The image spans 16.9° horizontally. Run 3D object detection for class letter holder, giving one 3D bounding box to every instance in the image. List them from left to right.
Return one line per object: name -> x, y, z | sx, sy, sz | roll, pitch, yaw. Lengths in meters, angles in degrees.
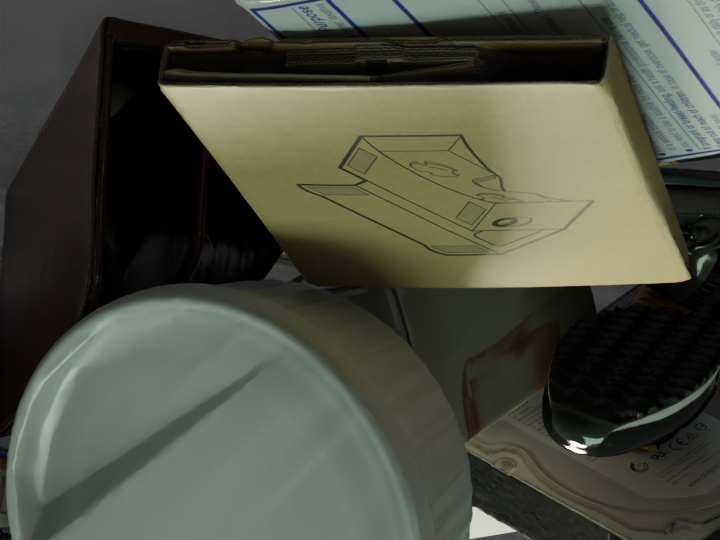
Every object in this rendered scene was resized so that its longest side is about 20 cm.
letter holder -> -0.101, -0.003, 1.120 | 0.100, 0.143, 0.200 | 10, 156, -18

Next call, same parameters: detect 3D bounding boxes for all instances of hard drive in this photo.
hard drive -> 0.119, 0.088, 1.241 | 0.199, 0.139, 0.038 | 27, 130, 35

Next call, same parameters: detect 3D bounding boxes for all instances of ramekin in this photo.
ramekin -> -0.044, 0.096, 1.024 | 0.201, 0.204, 0.094 | -11, -171, 29

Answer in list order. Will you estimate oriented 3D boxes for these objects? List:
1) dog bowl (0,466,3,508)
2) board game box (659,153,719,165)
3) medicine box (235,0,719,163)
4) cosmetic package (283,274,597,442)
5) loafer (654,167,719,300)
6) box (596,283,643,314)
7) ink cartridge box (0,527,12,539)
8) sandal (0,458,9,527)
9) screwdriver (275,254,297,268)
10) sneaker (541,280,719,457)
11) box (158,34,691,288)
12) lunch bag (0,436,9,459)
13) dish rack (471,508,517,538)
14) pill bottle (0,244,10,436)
dog bowl -> -0.236, 0.049, 1.210 | 0.058, 0.201, 0.200 | -19, 164, -19
board game box -> 0.137, -0.090, 1.028 | 0.198, 0.035, 0.135 | -7, 156, 22
medicine box -> 0.081, -0.119, 0.873 | 0.199, 0.104, 0.182 | -8, 156, 25
cosmetic package -> 0.027, 0.030, 1.139 | 0.103, 0.088, 0.200 | -12, -173, 31
loafer -> 0.169, -0.012, 1.144 | 0.198, 0.063, 0.072 | 1, 170, -16
box -> 0.170, 0.057, 1.379 | 0.109, 0.035, 0.200 | 11, 156, -20
ink cartridge box -> -0.108, 0.158, 1.227 | 0.198, 0.041, 0.200 | -3, 150, -16
sandal -> -0.165, 0.150, 1.288 | 0.205, 0.059, 0.080 | 6, 128, 4
screwdriver -> 0.000, 0.000, 1.226 | 0.029, 0.028, 0.200 | -44, 154, 14
sneaker -> 0.138, 0.059, 1.162 | 0.070, 0.200, 0.091 | 20, 119, 18
box -> 0.032, -0.037, 0.913 | 0.162, 0.021, 0.200 | 1, 159, 16
lunch bag -> -0.237, 0.139, 1.420 | 0.198, 0.125, 0.170 | 10, -178, 1
dish rack -> 0.103, 0.119, 1.383 | 0.198, 0.044, 0.172 | -7, 160, -6
pill bottle -> -0.139, 0.061, 1.321 | 0.111, 0.113, 0.200 | -3, 157, 13
